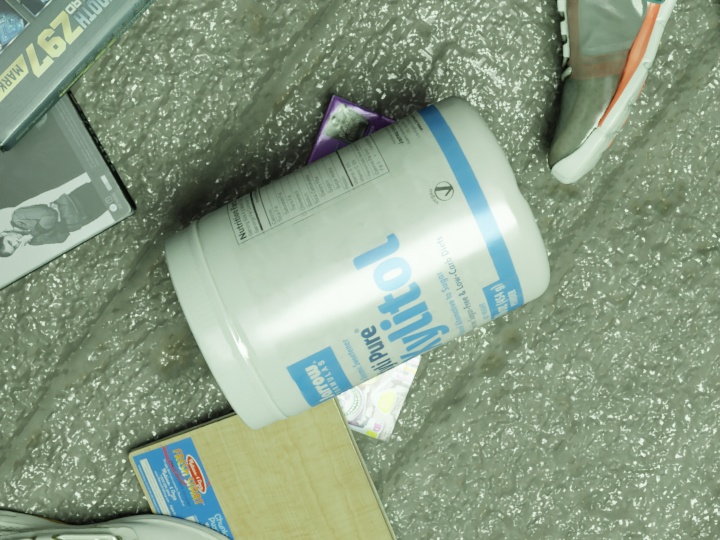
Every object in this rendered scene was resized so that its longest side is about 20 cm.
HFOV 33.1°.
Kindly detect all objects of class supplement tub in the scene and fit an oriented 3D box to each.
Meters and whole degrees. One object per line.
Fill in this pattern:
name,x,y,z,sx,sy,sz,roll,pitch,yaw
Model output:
supplement tub,-0.001,-0.005,0.719,0.198,0.132,0.133,-27,100,1

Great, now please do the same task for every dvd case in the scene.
dvd case,-0.265,-0.054,0.770,0.199,0.025,0.151,-29,100,1

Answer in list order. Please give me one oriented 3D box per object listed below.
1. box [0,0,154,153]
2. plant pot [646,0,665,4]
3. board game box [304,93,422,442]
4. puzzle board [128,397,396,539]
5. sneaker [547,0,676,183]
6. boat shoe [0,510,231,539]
box,-0.204,-0.196,0.722,0.158,0.051,0.200,42,82,-9
plant pot,0.148,-0.292,0.692,0.140,0.141,0.202,24,84,20
board game box,0.000,0.000,0.799,0.119,0.032,0.202,20,97,-3
puzzle board,-0.051,0.186,0.813,0.149,0.017,0.202,-20,99,14
sneaker,0.152,-0.156,0.774,0.081,0.077,0.202,24,90,10
boat shoe,-0.176,0.202,0.787,0.197,0.069,0.072,2,102,-1
